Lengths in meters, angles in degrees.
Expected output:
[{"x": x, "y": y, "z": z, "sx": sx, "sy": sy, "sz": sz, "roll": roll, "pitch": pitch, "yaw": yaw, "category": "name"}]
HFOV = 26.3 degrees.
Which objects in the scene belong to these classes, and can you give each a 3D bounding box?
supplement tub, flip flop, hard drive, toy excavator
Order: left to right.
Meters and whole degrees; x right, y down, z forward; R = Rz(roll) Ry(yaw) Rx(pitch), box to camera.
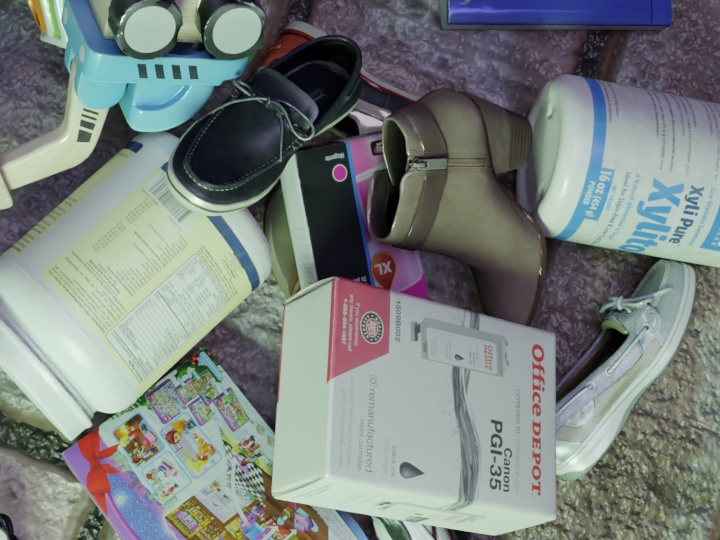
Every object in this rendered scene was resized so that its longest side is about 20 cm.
[{"x": -0.178, "y": -0.131, "z": 1.090, "sx": 0.193, "sy": 0.201, "sz": 0.100, "roll": -3, "pitch": 41, "yaw": -27, "category": "toy excavator"}, {"x": -0.178, "y": 0.011, "z": 1.128, "sx": 0.200, "sy": 0.145, "sz": 0.145, "roll": -43, "pitch": 93, "yaw": -14, "category": "supplement tub"}, {"x": -0.027, "y": 0.025, "z": 1.205, "sx": 0.080, "sy": 0.058, "sz": 0.202, "roll": -6, "pitch": 85, "yaw": -13, "category": "flip flop"}, {"x": 0.162, "y": -0.270, "z": 1.299, "sx": 0.198, "sy": 0.025, "sz": 0.134, "roll": -2, "pitch": 84, "yaw": -13, "category": "hard drive"}, {"x": 0.235, "y": -0.078, "z": 1.238, "sx": 0.198, "sy": 0.132, "sz": 0.134, "roll": 9, "pitch": 81, "yaw": -10, "category": "supplement tub"}]

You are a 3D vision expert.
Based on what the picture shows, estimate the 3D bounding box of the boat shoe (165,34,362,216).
[{"x": -0.064, "y": -0.108, "z": 1.091, "sx": 0.074, "sy": 0.062, "sz": 0.200, "roll": 41, "pitch": 50, "yaw": 10, "category": "boat shoe"}]

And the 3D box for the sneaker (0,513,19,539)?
[{"x": -0.261, "y": 0.240, "z": 1.110, "sx": 0.198, "sy": 0.081, "sz": 0.116, "roll": 28, "pitch": 86, "yaw": -7, "category": "sneaker"}]

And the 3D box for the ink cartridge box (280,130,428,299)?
[{"x": 0.000, "y": 0.000, "z": 1.170, "sx": 0.094, "sy": 0.037, "sz": 0.202, "roll": -15, "pitch": 101, "yaw": -29, "category": "ink cartridge box"}]

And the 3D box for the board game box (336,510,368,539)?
[{"x": -0.078, "y": 0.260, "z": 1.171, "sx": 0.158, "sy": 0.039, "sz": 0.200, "roll": 41, "pitch": 73, "yaw": 0, "category": "board game box"}]

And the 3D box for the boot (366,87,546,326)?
[{"x": 0.069, "y": -0.037, "z": 1.164, "sx": 0.145, "sy": 0.070, "sz": 0.203, "roll": -10, "pitch": 102, "yaw": -40, "category": "boot"}]

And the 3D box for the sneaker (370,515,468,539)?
[{"x": 0.046, "y": 0.170, "z": 1.179, "sx": 0.086, "sy": 0.080, "sz": 0.200, "roll": -48, "pitch": 113, "yaw": -18, "category": "sneaker"}]

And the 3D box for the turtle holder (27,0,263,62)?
[{"x": -0.173, "y": -0.222, "z": 1.176, "sx": 0.185, "sy": 0.140, "sz": 0.133, "roll": 13, "pitch": 95, "yaw": -46, "category": "turtle holder"}]

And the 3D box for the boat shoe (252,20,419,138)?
[{"x": 0.007, "y": -0.117, "z": 1.220, "sx": 0.199, "sy": 0.071, "sz": 0.063, "roll": 35, "pitch": 66, "yaw": -5, "category": "boat shoe"}]

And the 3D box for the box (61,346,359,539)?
[{"x": -0.110, "y": 0.174, "z": 1.142, "sx": 0.136, "sy": 0.039, "sz": 0.200, "roll": -36, "pitch": 70, "yaw": -14, "category": "box"}]

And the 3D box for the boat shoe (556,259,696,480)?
[{"x": 0.201, "y": 0.071, "z": 1.244, "sx": 0.065, "sy": 0.074, "sz": 0.203, "roll": 36, "pitch": 84, "yaw": -10, "category": "boat shoe"}]

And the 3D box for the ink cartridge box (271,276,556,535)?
[{"x": 0.043, "y": 0.101, "z": 1.111, "sx": 0.198, "sy": 0.083, "sz": 0.148, "roll": 14, "pitch": 67, "yaw": -29, "category": "ink cartridge box"}]
